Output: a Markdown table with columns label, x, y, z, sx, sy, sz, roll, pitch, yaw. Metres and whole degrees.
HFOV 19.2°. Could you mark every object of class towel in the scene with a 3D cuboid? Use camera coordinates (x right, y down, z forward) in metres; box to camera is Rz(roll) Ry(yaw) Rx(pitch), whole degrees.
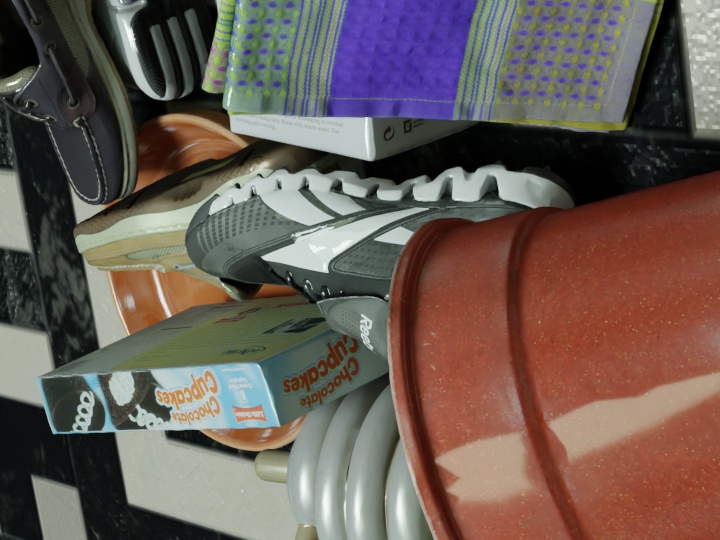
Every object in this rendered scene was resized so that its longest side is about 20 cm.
| label | x | y | z | sx | sy | sz | roll | pitch | yaw |
| --- | --- | --- | --- | --- | --- | --- | --- | --- | --- |
| towel | 0.042 | -0.121 | 0.922 | 0.023 | 0.200 | 0.144 | -108 | 27 | -47 |

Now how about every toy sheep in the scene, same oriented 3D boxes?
| label | x | y | z | sx | sy | sz | roll | pitch | yaw |
| --- | --- | --- | --- | --- | --- | --- | --- | --- | --- |
| toy sheep | 0.027 | 0.112 | 1.073 | 0.200 | 0.138 | 0.138 | 6 | 112 | 30 |

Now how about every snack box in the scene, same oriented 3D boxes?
| label | x | y | z | sx | sy | sz | roll | pitch | yaw |
| --- | --- | --- | --- | --- | --- | --- | --- | --- | --- |
| snack box | -0.067 | 0.048 | 1.113 | 0.200 | 0.116 | 0.037 | -6 | 105 | 50 |

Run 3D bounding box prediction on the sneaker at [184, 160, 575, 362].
| label | x | y | z | sx | sy | sz | roll | pitch | yaw |
| --- | --- | --- | --- | --- | --- | --- | --- | --- | --- |
| sneaker | 0.000 | 0.000 | 1.009 | 0.200 | 0.066 | 0.091 | -2 | 62 | 25 |

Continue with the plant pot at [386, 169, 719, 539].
| label | x | y | z | sx | sy | sz | roll | pitch | yaw |
| --- | --- | --- | --- | --- | --- | --- | --- | --- | --- |
| plant pot | 0.145 | 0.044 | 0.846 | 0.195 | 0.201 | 0.201 | -20 | 92 | 26 |

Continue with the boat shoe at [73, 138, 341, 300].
| label | x | y | z | sx | sy | sz | roll | pitch | yaw |
| --- | --- | --- | --- | --- | --- | --- | --- | --- | --- |
| boat shoe | -0.079 | -0.017 | 1.141 | 0.200 | 0.072 | 0.076 | -14 | 108 | 50 |

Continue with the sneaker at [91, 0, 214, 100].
| label | x | y | z | sx | sy | sz | roll | pitch | yaw |
| --- | --- | --- | --- | --- | --- | --- | --- | --- | --- |
| sneaker | -0.154 | -0.191 | 1.188 | 0.115 | 0.075 | 0.200 | 5 | 112 | 50 |

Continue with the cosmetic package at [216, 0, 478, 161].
| label | x | y | z | sx | sy | sz | roll | pitch | yaw |
| --- | --- | --- | --- | --- | --- | --- | --- | --- | --- |
| cosmetic package | -0.011 | -0.164 | 1.029 | 0.108 | 0.085 | 0.200 | 16 | 118 | 43 |

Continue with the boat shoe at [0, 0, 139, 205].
| label | x | y | z | sx | sy | sz | roll | pitch | yaw |
| --- | --- | --- | --- | --- | --- | --- | --- | --- | --- |
| boat shoe | -0.176 | -0.116 | 1.164 | 0.072 | 0.065 | 0.200 | 27 | 141 | 41 |

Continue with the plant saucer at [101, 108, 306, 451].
| label | x | y | z | sx | sy | sz | roll | pitch | yaw |
| --- | --- | --- | --- | --- | --- | --- | --- | --- | --- |
| plant saucer | -0.075 | 0.004 | 1.218 | 0.200 | 0.032 | 0.200 | 23 | 124 | 40 |
